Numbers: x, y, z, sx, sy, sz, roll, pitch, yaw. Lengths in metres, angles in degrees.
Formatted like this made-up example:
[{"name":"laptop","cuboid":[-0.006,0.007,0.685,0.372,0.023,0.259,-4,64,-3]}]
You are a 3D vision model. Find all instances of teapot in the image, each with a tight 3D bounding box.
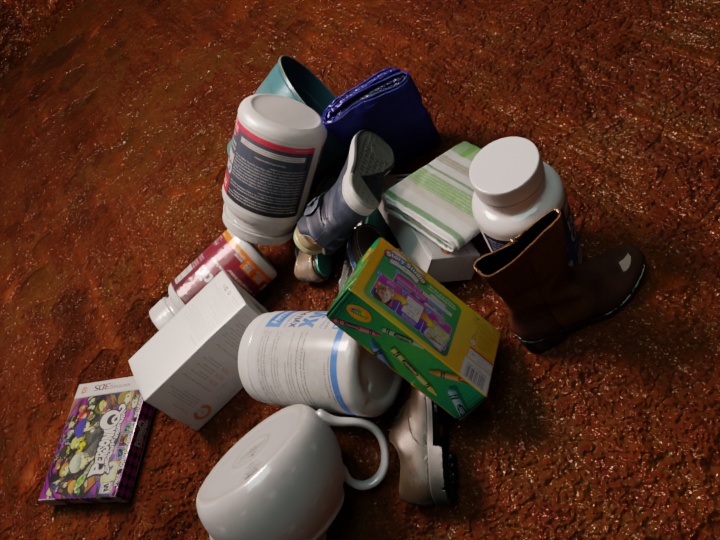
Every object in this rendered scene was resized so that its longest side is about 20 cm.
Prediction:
[{"name":"teapot","cuboid":[-0.086,0.270,0.742,0.199,0.147,0.198,-31,11,39]}]

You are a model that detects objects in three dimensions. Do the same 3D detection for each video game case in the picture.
[{"name":"video game case","cuboid":[-0.426,0.278,1.015,0.178,0.036,0.203,-12,54,26]}]

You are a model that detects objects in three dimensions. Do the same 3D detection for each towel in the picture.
[{"name":"towel","cuboid":[0.037,-0.232,0.975,0.146,0.200,0.050,-23,67,14]},{"name":"towel","cuboid":[0.144,-0.109,0.883,0.199,0.031,0.149,-34,55,-30]}]

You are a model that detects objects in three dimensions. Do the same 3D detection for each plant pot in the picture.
[{"name":"plant pot","cuboid":[-0.131,-0.239,1.104,0.187,0.199,0.202,-40,45,21]}]

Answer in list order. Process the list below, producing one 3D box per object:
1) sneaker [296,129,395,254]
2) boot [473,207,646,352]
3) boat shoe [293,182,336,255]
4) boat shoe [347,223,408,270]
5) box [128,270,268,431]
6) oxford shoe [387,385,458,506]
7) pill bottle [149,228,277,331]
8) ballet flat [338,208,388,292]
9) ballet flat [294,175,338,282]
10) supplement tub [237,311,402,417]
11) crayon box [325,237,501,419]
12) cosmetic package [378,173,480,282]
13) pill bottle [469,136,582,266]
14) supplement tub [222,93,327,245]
[{"name":"sneaker","cuboid":[-0.023,-0.113,0.906,0.146,0.076,0.204,-45,16,37]},{"name":"boot","cuboid":[0.232,-0.010,0.697,0.186,0.200,0.069,-31,47,9]},{"name":"boat shoe","cuboid":[-0.032,-0.107,0.977,0.074,0.066,0.201,39,58,0]},{"name":"boat shoe","cuboid":[0.045,0.007,0.854,0.071,0.073,0.202,-18,64,-23]},{"name":"box","cuboid":[-0.230,0.124,0.942,0.200,0.125,0.097,-43,47,-3]},{"name":"oxford shoe","cuboid":[0.068,0.181,0.753,0.083,0.073,0.203,-14,52,25]},{"name":"pill bottle","cuboid":[-0.245,0.032,1.022,0.200,0.114,0.114,-44,47,-3]},{"name":"ballet flat","cuboid":[0.000,0.000,0.937,0.071,0.072,0.203,-6,56,28]},{"name":"ballet flat","cuboid":[-0.076,-0.070,1.026,0.066,0.068,0.203,-16,50,35]},{"name":"supplement tub","cuboid":[-0.053,0.120,0.821,0.197,0.132,0.134,-2,57,35]},{"name":"crayon box","cuboid":[0.069,0.065,0.731,0.058,0.199,0.119,-49,5,37]},{"name":"cosmetic package","cuboid":[0.092,-0.067,0.902,0.081,0.051,0.201,-7,44,-21]},{"name":"pill bottle","cuboid":[0.201,-0.065,0.755,0.109,0.200,0.113,-16,51,21]},{"name":"supplement tub","cuboid":[-0.140,-0.157,0.966,0.141,0.138,0.202,58,138,43]}]
